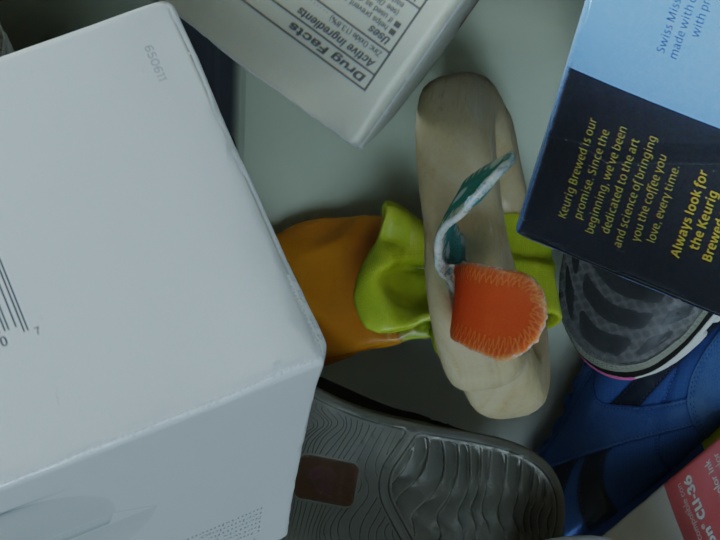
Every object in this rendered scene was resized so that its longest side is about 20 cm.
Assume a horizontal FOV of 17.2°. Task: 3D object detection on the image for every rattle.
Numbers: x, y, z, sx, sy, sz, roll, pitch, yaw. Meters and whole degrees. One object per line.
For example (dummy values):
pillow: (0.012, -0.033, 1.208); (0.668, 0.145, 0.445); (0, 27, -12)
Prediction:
rattle: (0.000, 0.000, 0.826); (0.143, 0.200, 0.130); (7, 106, 7)

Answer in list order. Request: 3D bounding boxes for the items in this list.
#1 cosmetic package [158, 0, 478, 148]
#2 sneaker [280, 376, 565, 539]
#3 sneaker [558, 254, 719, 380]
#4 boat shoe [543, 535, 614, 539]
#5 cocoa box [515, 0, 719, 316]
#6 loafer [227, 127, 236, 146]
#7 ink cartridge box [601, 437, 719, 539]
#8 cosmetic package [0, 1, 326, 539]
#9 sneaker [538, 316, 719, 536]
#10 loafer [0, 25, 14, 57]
cosmetic package: (0.024, -0.154, 0.780); (0.103, 0.087, 0.200); (38, 114, 1)
sneaker: (-0.031, 0.076, 0.902); (0.200, 0.106, 0.075); (19, 81, -9)
sneaker: (0.115, -0.045, 0.865); (0.074, 0.087, 0.200); (34, 116, 22)
boat shoe: (0.100, 0.176, 0.881); (0.074, 0.068, 0.199); (-5, 137, 14)
cocoa box: (0.146, -0.094, 0.709); (0.131, 0.133, 0.200); (22, 119, 12)
loafer: (-0.140, -0.035, 0.829); (0.200, 0.070, 0.068); (-9, 132, -30)
ink cartridge box: (0.141, 0.140, 0.969); (0.116, 0.068, 0.200); (1, 146, -36)
cosmetic package: (-0.128, 0.040, 0.721); (0.199, 0.123, 0.200); (-20, 162, -12)
sneaker: (0.108, 0.068, 0.974); (0.066, 0.078, 0.200); (-6, 151, -48)
loafer: (-0.204, -0.074, 0.722); (0.200, 0.070, 0.070); (3, 157, 7)
